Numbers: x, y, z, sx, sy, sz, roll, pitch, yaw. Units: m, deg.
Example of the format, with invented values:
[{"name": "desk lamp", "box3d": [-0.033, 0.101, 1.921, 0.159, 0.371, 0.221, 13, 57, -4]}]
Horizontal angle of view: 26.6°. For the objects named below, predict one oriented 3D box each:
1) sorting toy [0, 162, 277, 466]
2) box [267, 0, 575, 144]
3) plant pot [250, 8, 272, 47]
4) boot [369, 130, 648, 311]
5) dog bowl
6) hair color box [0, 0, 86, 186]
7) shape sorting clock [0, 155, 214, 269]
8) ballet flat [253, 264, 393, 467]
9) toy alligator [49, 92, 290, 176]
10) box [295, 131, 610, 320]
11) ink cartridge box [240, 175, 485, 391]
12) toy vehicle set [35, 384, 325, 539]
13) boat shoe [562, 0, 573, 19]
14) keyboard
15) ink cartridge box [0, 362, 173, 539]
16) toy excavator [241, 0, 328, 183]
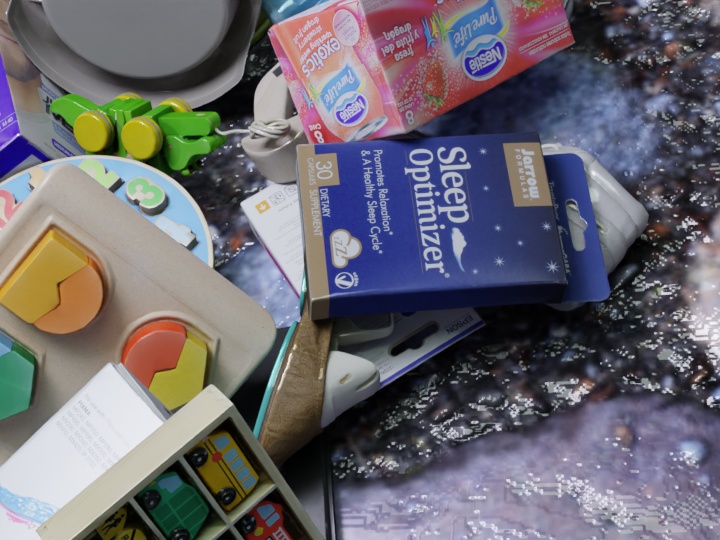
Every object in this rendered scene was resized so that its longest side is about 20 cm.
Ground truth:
[{"name": "sorting toy", "box3d": [-0.177, 0.062, 0.963, 0.200, 0.185, 0.036, -51, 21, 4]}, {"name": "box", "box3d": [0.046, -0.167, 1.081, 0.102, 0.095, 0.199, -5, 20, 47]}, {"name": "plant pot", "box3d": [-0.173, -0.291, 1.220, 0.198, 0.194, 0.202, -7, 54, 9]}, {"name": "boot", "box3d": [0.105, -0.058, 1.078, 0.199, 0.074, 0.096, 37, 64, 22]}, {"name": "dog bowl", "box3d": [-0.165, -0.213, 1.137, 0.198, 0.201, 0.059, -6, 43, 9]}, {"name": "hair color box", "box3d": [-0.267, -0.134, 1.179, 0.065, 0.109, 0.201, -34, 53, 13]}, {"name": "shape sorting clock", "box3d": [-0.199, 0.001, 1.045, 0.198, 0.039, 0.201, -5, 54, 7]}, {"name": "ballet flat", "box3d": [-0.016, 0.042, 1.002, 0.072, 0.068, 0.201, 11, 61, 6]}, {"name": "toy alligator", "box3d": [-0.140, -0.092, 1.112, 0.198, 0.055, 0.059, 9, 26, 22]}, {"name": "box", "box3d": [0.060, -0.032, 0.996, 0.198, 0.033, 0.122, -3, 59, -6]}, {"name": "ink cartridge box", "box3d": [0.000, 0.000, 1.076, 0.094, 0.037, 0.200, -30, 53, -7]}, {"name": "toy vehicle set", "box3d": [-0.084, 0.173, 0.876, 0.124, 0.201, 0.026, -40, 40, -13]}, {"name": "boat shoe", "box3d": [0.138, -0.285, 1.217, 0.070, 0.070, 0.202, -3, 56, 12]}, {"name": "keyboard", "box3d": [-0.081, 0.130, 1.016, 0.126, 0.021, 0.201, -9, 54, 5]}, {"name": "ink cartridge box", "box3d": [-0.169, 0.174, 0.911, 0.200, 0.146, 0.083, -44, 56, -7]}, {"name": "toy excavator", "box3d": [-0.032, -0.177, 1.166, 0.200, 0.100, 0.195, -41, 46, -1]}]
